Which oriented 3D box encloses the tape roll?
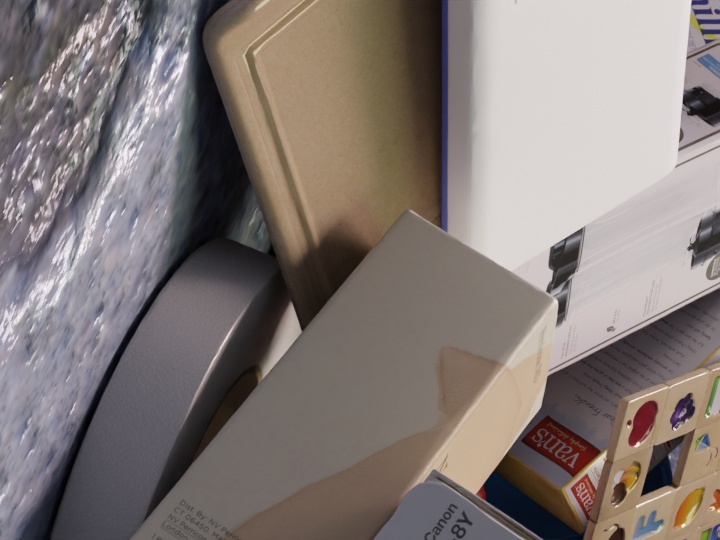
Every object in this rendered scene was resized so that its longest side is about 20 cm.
[{"bbox_3d":[-0.078,0.085,0.915,0.203,0.037,0.204,21,90,-81],"label":"tape roll"}]

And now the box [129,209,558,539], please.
[{"bbox_3d":[-0.008,0.083,0.853,0.200,0.077,0.095,-50,160,-26],"label":"box"}]

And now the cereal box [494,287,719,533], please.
[{"bbox_3d":[0.140,0.035,1.136,0.200,0.144,0.040,-40,127,-13],"label":"cereal box"}]

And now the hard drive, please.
[{"bbox_3d":[0.087,-0.102,0.891,0.131,0.025,0.201,-30,138,-29],"label":"hard drive"}]

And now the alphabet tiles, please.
[{"bbox_3d":[0.161,0.134,1.092,0.166,0.008,0.202,-15,126,-44],"label":"alphabet tiles"}]

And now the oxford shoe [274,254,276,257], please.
[{"bbox_3d":[0.000,0.000,1.051,0.071,0.074,0.201,76,36,-74],"label":"oxford shoe"}]

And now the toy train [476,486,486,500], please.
[{"bbox_3d":[0.006,0.095,1.090,0.115,0.085,0.200,-21,-166,47],"label":"toy train"}]

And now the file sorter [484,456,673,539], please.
[{"bbox_3d":[0.107,0.101,1.218,0.123,0.137,0.201,67,14,-47],"label":"file sorter"}]

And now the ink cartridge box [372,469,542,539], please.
[{"bbox_3d":[0.024,0.184,0.835,0.146,0.083,0.200,-54,162,-16],"label":"ink cartridge box"}]

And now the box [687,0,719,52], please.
[{"bbox_3d":[0.144,-0.078,1.266,0.185,0.198,0.106,96,-18,-56],"label":"box"}]

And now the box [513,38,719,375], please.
[{"bbox_3d":[0.112,-0.022,1.037,0.199,0.060,0.117,-26,142,-24],"label":"box"}]

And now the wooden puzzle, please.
[{"bbox_3d":[0.019,-0.086,0.879,0.185,0.037,0.201,-42,144,-23],"label":"wooden puzzle"}]
